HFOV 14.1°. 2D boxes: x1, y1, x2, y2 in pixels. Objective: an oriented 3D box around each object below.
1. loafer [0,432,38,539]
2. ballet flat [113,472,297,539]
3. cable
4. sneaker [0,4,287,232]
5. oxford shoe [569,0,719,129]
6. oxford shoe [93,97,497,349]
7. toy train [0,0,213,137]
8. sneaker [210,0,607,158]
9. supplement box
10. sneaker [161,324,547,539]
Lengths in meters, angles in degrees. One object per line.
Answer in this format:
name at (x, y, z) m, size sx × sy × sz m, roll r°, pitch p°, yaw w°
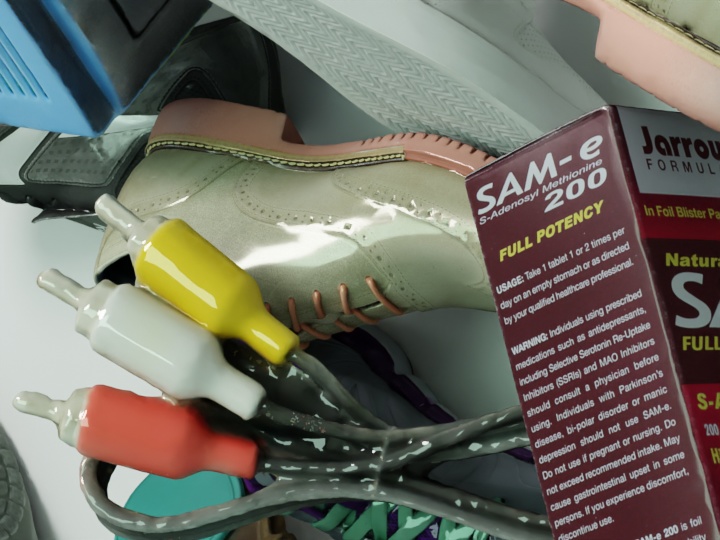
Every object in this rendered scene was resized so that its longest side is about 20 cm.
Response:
loafer at (-0.160, 0.120, 1.101) m, size 0.070 × 0.075 × 0.200 m, roll -47°, pitch 57°, yaw 28°
ballet flat at (-0.034, 0.114, 0.965) m, size 0.068 × 0.072 × 0.200 m, roll -46°, pitch 15°, yaw -6°
cable at (-0.011, 0.054, 0.874) m, size 0.199 × 0.050 × 0.098 m, roll 21°, pitch 86°, yaw 17°
sneaker at (-0.109, -0.046, 1.043) m, size 0.199 × 0.066 × 0.091 m, roll -17°, pitch 97°, yaw 26°
oxford shoe at (0.063, -0.112, 0.805) m, size 0.200 × 0.071 × 0.074 m, roll 34°, pitch 114°, yaw 20°
oxford shoe at (0.000, 0.000, 0.924) m, size 0.199 × 0.071 × 0.074 m, roll 10°, pitch 60°, yaw 41°
toy train at (-0.084, -0.132, 0.966) m, size 0.114 × 0.087 × 0.200 m, roll 12°, pitch 54°, yaw 41°
sneaker at (0.020, -0.112, 0.899) m, size 0.116 × 0.200 × 0.074 m, roll -59°, pitch 11°, yaw -20°
supplement box at (0.106, 0.059, 0.810) m, size 0.061 × 0.109 × 0.201 m, roll -27°, pitch 70°, yaw 40°
sneaker at (0.009, 0.078, 0.922) m, size 0.200 × 0.087 × 0.075 m, roll 34°, pitch 112°, yaw 41°
